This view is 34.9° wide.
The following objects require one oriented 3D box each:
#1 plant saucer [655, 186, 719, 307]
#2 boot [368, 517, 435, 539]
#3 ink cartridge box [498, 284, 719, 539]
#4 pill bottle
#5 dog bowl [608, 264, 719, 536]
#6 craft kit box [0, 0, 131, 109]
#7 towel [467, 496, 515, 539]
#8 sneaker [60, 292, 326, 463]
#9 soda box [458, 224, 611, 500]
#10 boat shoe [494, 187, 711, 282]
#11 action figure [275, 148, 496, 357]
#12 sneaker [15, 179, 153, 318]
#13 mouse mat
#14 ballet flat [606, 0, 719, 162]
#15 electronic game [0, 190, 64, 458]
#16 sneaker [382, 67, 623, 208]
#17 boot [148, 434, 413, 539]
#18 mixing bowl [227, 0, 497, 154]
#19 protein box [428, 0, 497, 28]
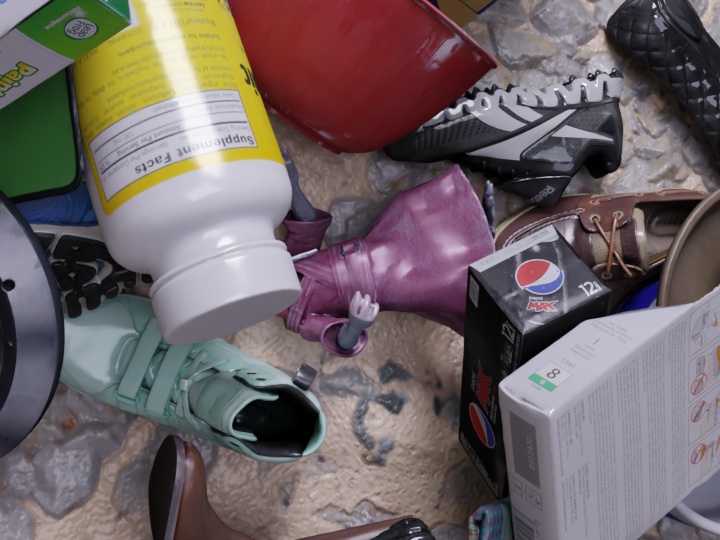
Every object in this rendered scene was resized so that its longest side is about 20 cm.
[{"bbox_3d":[0.294,0.031,0.826,0.197,0.029,0.204,1,88,-18],"label":"plant saucer"},{"bbox_3d":[-0.027,0.250,0.720,0.155,0.213,0.080,-13,51,-23],"label":"boot"},{"bbox_3d":[0.175,0.091,0.726,0.199,0.050,0.163,-32,129,-28],"label":"ink cartridge box"},{"bbox_3d":[-0.103,-0.067,0.646,0.110,0.111,0.203,-16,78,-18],"label":"pill bottle"},{"bbox_3d":[0.274,0.095,0.873,0.197,0.079,0.204,0,88,-19],"label":"dog bowl"},{"bbox_3d":[-0.212,-0.173,0.605,0.048,0.195,0.203,29,45,-54],"label":"craft kit box"},{"bbox_3d":[0.096,0.223,0.768,0.021,0.199,0.149,7,86,23],"label":"towel"},{"bbox_3d":[-0.111,0.064,0.723,0.198,0.118,0.075,21,83,-15],"label":"sneaker"},{"bbox_3d":[0.111,0.068,0.763,0.070,0.202,0.064,-24,53,-17],"label":"soda box"},{"bbox_3d":[0.189,-0.025,0.851,0.197,0.072,0.074,-9,91,-19],"label":"boat shoe"},{"bbox_3d":[0.000,0.000,0.791,0.196,0.149,0.136,-12,63,0],"label":"action figure"},{"bbox_3d":[-0.172,-0.028,0.729,0.197,0.090,0.079,-9,135,-20],"label":"sneaker"},{"bbox_3d":[-0.236,-0.114,0.666,0.007,0.197,0.164,-7,90,-55],"label":"mouse mat"},{"bbox_3d":[0.269,-0.138,0.903,0.201,0.056,0.067,51,47,-16],"label":"ballet flat"},{"bbox_3d":[-0.264,0.025,0.668,0.196,0.042,0.204,4,106,12],"label":"electronic game"},{"bbox_3d":[0.112,-0.088,0.831,0.197,0.066,0.092,-12,90,-21],"label":"sneaker"},{"bbox_3d":[-0.037,0.174,0.745,0.196,0.065,0.189,-2,127,-16],"label":"boot"},{"bbox_3d":[-0.022,-0.148,0.738,0.199,0.200,0.109,35,99,-14],"label":"mixing bowl"},{"bbox_3d":[0.056,-0.313,0.768,0.197,0.135,0.202,34,69,-15],"label":"protein box"}]
